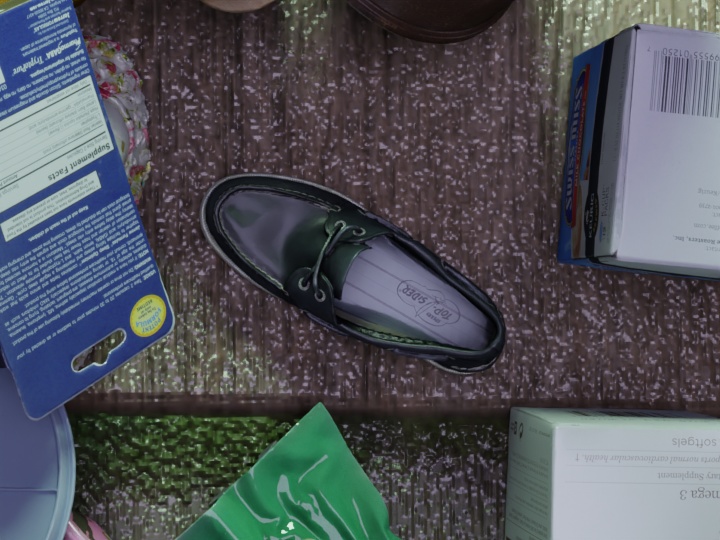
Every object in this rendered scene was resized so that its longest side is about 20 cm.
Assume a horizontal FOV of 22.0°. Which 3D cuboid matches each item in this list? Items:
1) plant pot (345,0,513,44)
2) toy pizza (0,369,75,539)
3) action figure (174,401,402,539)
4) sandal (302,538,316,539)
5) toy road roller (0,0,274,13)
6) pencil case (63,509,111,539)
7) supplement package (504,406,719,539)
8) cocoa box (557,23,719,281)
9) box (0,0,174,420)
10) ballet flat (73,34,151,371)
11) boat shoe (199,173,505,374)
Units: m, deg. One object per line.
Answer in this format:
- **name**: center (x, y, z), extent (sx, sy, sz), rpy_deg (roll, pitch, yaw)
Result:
- **plant pot**: center (0.085, -0.247, 0.986), extent (0.199, 0.198, 0.202), rpy_deg (15, 67, -38)
- **toy pizza**: center (-0.247, 0.124, 1.028), extent (0.199, 0.032, 0.202), rpy_deg (-5, 70, 14)
- **action figure**: center (-0.002, 0.191, 1.086), extent (0.118, 0.055, 0.200), rpy_deg (-42, 92, -8)
- **sandal**: center (-0.100, 0.199, 1.032), extent (0.201, 0.080, 0.057), rpy_deg (-38, 112, 22)
- **toy road roller**: center (-0.142, -0.186, 1.036), extent (0.199, 0.123, 0.146), rpy_deg (33, 100, -7)
- **pencil case**: center (-0.213, 0.217, 1.041), extent (0.200, 0.083, 0.087), rpy_deg (-47, 111, -5)
- **supplement package**: center (0.150, 0.184, 1.076), extent (0.116, 0.117, 0.201), rpy_deg (1, 90, -9)
- **cocoa box**: center (0.228, -0.059, 1.080), extent (0.199, 0.131, 0.134), rpy_deg (5, 89, -8)
- **box**: center (-0.172, -0.035, 0.973), extent (0.121, 0.032, 0.201), rpy_deg (-35, 115, -45)
- **ballet flat**: center (-0.159, -0.037, 1.057), extent (0.075, 0.064, 0.201), rpy_deg (8, 89, -11)
- **boat shoe**: center (-0.001, 0.002, 1.079), extent (0.199, 0.066, 0.075), rpy_deg (33, 86, -7)
